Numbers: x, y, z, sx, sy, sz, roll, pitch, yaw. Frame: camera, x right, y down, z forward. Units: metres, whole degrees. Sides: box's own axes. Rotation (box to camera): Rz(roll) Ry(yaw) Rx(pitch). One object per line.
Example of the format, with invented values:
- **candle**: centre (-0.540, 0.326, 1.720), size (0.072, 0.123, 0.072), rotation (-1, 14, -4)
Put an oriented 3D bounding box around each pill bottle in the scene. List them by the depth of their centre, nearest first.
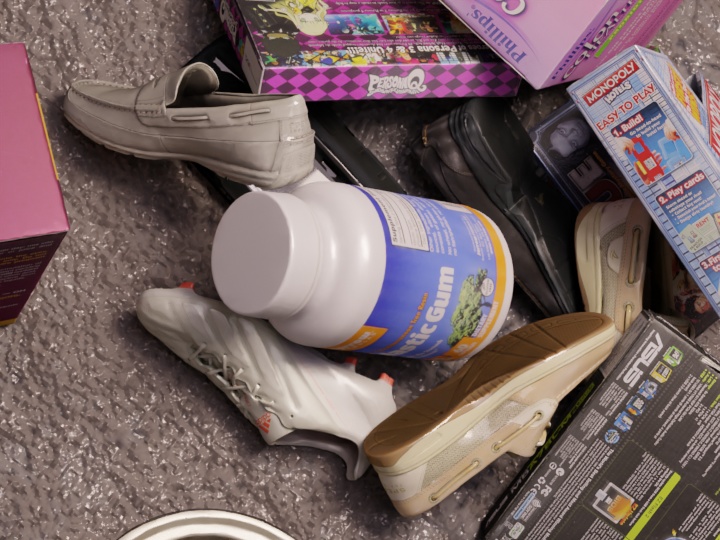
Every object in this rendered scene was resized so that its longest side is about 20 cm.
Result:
- **pill bottle**: centre (0.000, 0.000, 1.456), size (0.200, 0.112, 0.113), rotation (8, 67, -44)

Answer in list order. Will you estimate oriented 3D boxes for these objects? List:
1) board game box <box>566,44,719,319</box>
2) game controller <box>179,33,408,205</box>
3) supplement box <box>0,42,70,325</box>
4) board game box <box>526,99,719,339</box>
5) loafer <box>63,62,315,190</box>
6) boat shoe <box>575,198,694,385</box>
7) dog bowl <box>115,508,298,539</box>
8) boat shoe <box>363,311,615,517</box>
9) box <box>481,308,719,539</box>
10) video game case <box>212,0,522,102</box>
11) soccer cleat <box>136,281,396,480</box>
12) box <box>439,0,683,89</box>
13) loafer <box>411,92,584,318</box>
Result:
- **board game box**: centre (0.228, -0.087, 1.512), size (0.200, 0.062, 0.200), rotation (51, 23, -17)
- **game controller**: centre (-0.055, -0.080, 1.553), size (0.104, 0.042, 0.200), rotation (-42, 89, -12)
- **supplement box**: centre (-0.265, -0.045, 1.370), size (0.103, 0.200, 0.131), rotation (-9, 76, -22)
- **board game box**: centre (0.223, -0.051, 1.638), size (0.135, 0.035, 0.200), rotation (-36, 86, -26)
- **loafer**: centre (-0.117, -0.110, 1.470), size (0.199, 0.070, 0.070), rotation (14, 24, 26)
- **boat shoe**: centre (0.203, 0.048, 1.546), size (0.072, 0.065, 0.201), rotation (-4, 87, -55)
- **dog bowl**: centre (-0.104, 0.260, 1.393), size (0.199, 0.074, 0.201), rotation (6, 69, -17)
- **boat shoe**: centre (0.097, 0.098, 1.488), size (0.200, 0.072, 0.065), rotation (-32, 111, -16)
- **box**: centre (0.218, 0.162, 1.505), size (0.193, 0.048, 0.200), rotation (35, 97, -6)
- **video game case**: centre (-0.003, -0.189, 1.558), size (0.199, 0.036, 0.182), rotation (-4, 42, -21)
- **soccer cleat**: centre (-0.068, 0.074, 1.475), size (0.199, 0.069, 0.078), rotation (27, 68, -12)
- **box**: centre (0.130, -0.233, 1.562), size (0.176, 0.097, 0.200), rotation (44, 26, 13)
- **loafer**: centre (0.112, -0.034, 1.578), size (0.200, 0.072, 0.073), rotation (61, 37, -11)
